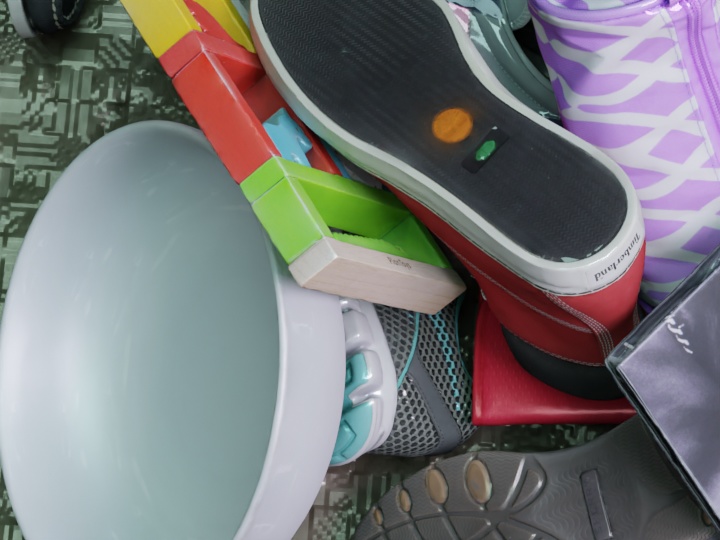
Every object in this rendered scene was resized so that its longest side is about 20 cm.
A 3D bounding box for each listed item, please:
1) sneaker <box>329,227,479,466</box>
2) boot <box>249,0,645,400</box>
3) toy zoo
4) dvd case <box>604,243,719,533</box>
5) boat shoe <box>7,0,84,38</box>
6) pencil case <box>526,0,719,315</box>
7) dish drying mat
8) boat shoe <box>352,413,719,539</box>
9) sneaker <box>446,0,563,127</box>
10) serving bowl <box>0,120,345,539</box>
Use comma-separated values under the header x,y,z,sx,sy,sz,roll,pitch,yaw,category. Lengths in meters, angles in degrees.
x,y,z,sx,sy,sz,roll,pitch,yaw,category
0.000,0.000,1.221,0.091,0.078,0.201,13,52,-35,sneaker
0.037,-0.033,1.130,0.072,0.144,0.200,-41,63,-11,boot
-0.040,-0.073,1.132,0.020,0.131,0.200,-38,72,16,toy zoo
0.196,0.060,1.101,0.149,0.016,0.200,-43,115,-17,dvd case
-0.113,-0.194,1.275,0.060,0.074,0.201,8,65,7,boat shoe
0.125,-0.051,1.099,0.084,0.200,0.086,-33,39,-7,pencil case
0.146,0.027,1.172,0.199,0.018,0.077,-1,59,8,dish drying mat
0.090,0.106,1.164,0.199,0.072,0.076,-16,72,29,boat shoe
0.036,-0.111,1.168,0.200,0.082,0.070,37,35,-1,sneaker
-0.069,0.043,1.162,0.066,0.200,0.201,7,68,-40,serving bowl
